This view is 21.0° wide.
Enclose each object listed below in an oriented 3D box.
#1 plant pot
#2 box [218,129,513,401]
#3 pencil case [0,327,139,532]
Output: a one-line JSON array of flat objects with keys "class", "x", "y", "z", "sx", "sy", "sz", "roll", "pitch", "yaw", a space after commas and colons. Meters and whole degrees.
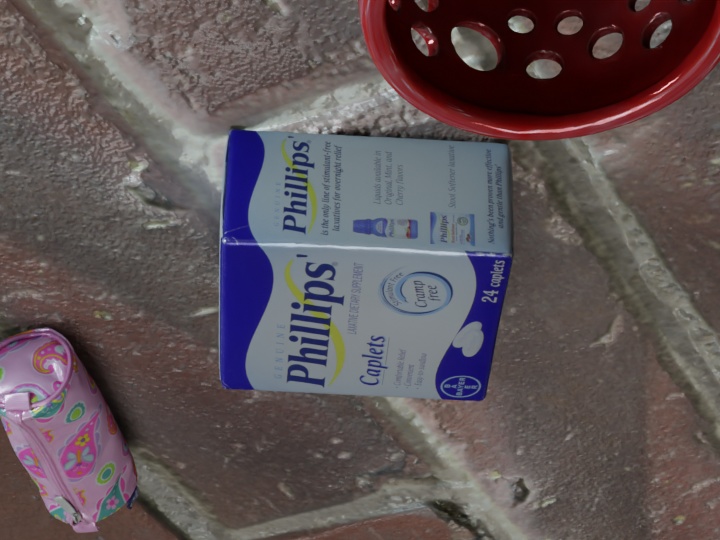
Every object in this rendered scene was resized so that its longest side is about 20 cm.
[{"class": "plant pot", "x": 0.099, "y": -0.199, "z": 1.041, "sx": 0.200, "sy": 0.183, "sz": 0.201, "roll": 1, "pitch": 143, "yaw": 1}, {"class": "box", "x": 0.000, "y": 0.000, "z": 1.377, "sx": 0.199, "sy": 0.105, "sz": 0.184, "roll": 3, "pitch": 143, "yaw": -2}, {"class": "pencil case", "x": -0.244, "y": 0.133, "z": 1.578, "sx": 0.087, "sy": 0.088, "sz": 0.200, "roll": -5, "pitch": 142, "yaw": 8}]
